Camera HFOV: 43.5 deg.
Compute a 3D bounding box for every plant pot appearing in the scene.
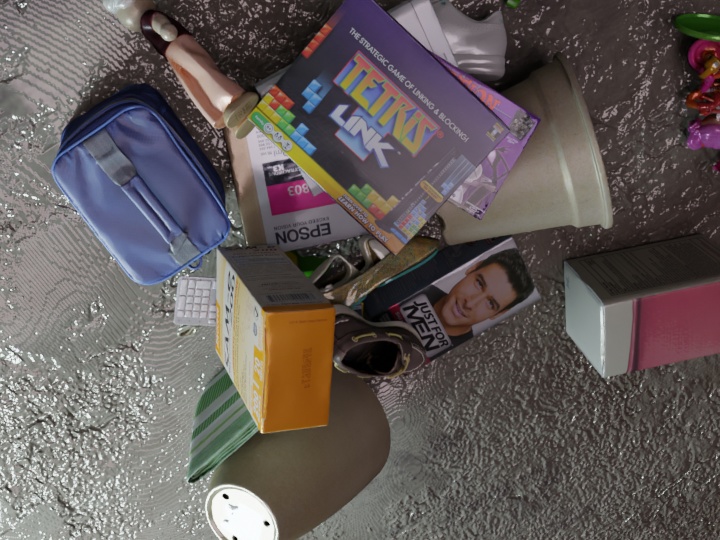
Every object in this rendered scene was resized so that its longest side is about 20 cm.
[{"bbox_3d":[-0.086,0.227,1.034,0.185,0.200,0.189,10,116,21],"label":"plant pot"},{"bbox_3d":[0.164,-0.118,1.013,0.182,0.201,0.202,-17,116,9],"label":"plant pot"}]

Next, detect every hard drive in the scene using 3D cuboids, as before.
[{"bbox_3d":[0.007,-0.183,0.946,0.199,0.027,0.133,-28,112,2],"label":"hard drive"}]

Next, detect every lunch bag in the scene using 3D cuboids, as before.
[{"bbox_3d":[-0.229,-0.084,0.964,0.135,0.133,0.201,-33,115,4],"label":"lunch bag"}]

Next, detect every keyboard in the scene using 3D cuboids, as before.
[{"bbox_3d":[-0.111,0.038,1.027,0.198,0.011,0.057,4,113,-21],"label":"keyboard"}]

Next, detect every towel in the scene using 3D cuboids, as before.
[{"bbox_3d":[-0.137,0.146,1.046,0.152,0.200,0.023,-41,110,8],"label":"towel"}]

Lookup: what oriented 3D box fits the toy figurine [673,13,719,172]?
[{"bbox_3d":[0.452,-0.195,1.071,0.198,0.151,0.186,9,123,8],"label":"toy figurine"}]

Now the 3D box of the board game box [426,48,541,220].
[{"bbox_3d":[0.067,-0.153,0.913,0.199,0.032,0.121,30,99,-3],"label":"board game box"}]

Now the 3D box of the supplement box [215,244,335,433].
[{"bbox_3d":[-0.094,0.062,0.926,0.073,0.200,0.127,-3,109,-21],"label":"supplement box"}]

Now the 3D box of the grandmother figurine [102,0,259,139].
[{"bbox_3d":[-0.184,-0.222,0.909,0.061,0.121,0.200,-44,80,-11],"label":"grandmother figurine"}]

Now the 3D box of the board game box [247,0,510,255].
[{"bbox_3d":[0.018,-0.143,0.877,0.200,0.057,0.166,41,103,-4],"label":"board game box"}]

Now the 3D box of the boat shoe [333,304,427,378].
[{"bbox_3d":[0.020,0.093,1.024,0.072,0.060,0.199,-48,144,13],"label":"boat shoe"}]

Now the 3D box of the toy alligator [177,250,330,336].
[{"bbox_3d":[-0.132,0.014,1.068,0.198,0.055,0.059,-24,152,-4],"label":"toy alligator"}]

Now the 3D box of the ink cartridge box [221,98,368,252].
[{"bbox_3d":[-0.048,-0.117,1.019,0.198,0.075,0.166,-13,114,-6],"label":"ink cartridge box"}]

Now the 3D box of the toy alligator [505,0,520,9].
[{"bbox_3d":[0.213,-0.376,0.969,0.059,0.054,0.201,20,108,-19],"label":"toy alligator"}]

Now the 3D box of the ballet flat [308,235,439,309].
[{"bbox_3d":[0.000,0.000,1.020,0.199,0.071,0.071,-34,117,-12],"label":"ballet flat"}]

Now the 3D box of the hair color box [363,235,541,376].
[{"bbox_3d":[0.113,0.034,1.126,0.199,0.061,0.099,-30,116,2],"label":"hair color box"}]

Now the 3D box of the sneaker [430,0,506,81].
[{"bbox_3d":[0.063,-0.261,0.991,0.198,0.075,0.090,4,92,-10],"label":"sneaker"}]

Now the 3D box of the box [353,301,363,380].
[{"bbox_3d":[-0.033,0.119,1.132,0.069,0.064,0.202,-5,114,-10],"label":"box"}]

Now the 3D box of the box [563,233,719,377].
[{"bbox_3d":[0.374,0.042,1.145,0.198,0.128,0.110,-11,116,-6],"label":"box"}]
